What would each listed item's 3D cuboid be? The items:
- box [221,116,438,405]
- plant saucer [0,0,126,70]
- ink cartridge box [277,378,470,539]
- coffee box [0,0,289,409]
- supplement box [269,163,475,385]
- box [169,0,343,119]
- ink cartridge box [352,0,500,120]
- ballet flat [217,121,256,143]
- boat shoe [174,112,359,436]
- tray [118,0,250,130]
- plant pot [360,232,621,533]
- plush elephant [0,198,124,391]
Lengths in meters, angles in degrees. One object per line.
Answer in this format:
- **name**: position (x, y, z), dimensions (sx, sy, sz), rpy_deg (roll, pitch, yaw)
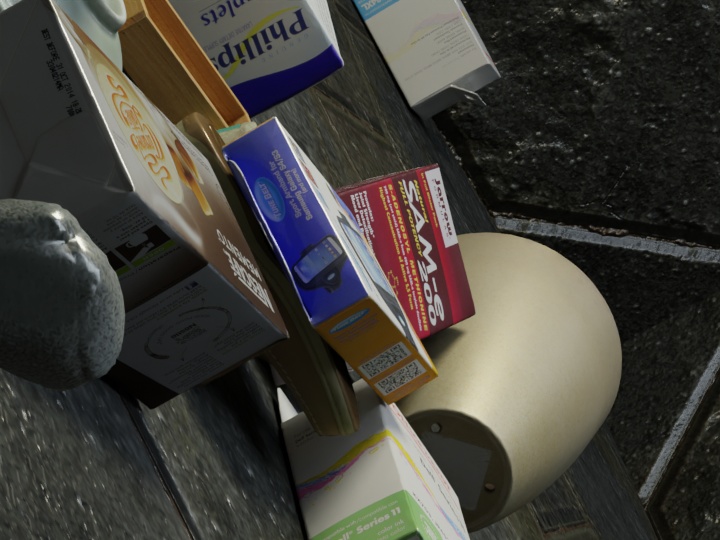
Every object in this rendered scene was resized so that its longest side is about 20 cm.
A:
- **box**: position (-0.017, -0.005, 1.554), dimensions (0.119, 0.041, 0.200), rpy_deg (62, 2, 21)
- **plant saucer**: position (-0.176, -0.172, 1.548), dimensions (0.201, 0.050, 0.200), rpy_deg (60, 8, -13)
- **ink cartridge box**: position (0.015, 0.144, 1.630), dimensions (0.117, 0.067, 0.200), rpy_deg (56, 9, -32)
- **coffee box**: position (-0.118, -0.027, 1.273), dimensions (0.115, 0.079, 0.200), rpy_deg (65, 8, 26)
- **supplement box**: position (0.000, 0.000, 1.783), dimensions (0.200, 0.061, 0.109), rpy_deg (-22, 98, -64)
- **box**: position (-0.109, -0.232, 2.056), dimensions (0.200, 0.105, 0.184), rpy_deg (58, 7, -21)
- **ink cartridge box**: position (0.096, -0.303, 3.769), dimensions (0.201, 0.125, 0.129), rpy_deg (63, 7, 10)
- **ballet flat**: position (-0.044, -0.011, 1.830), dimensions (0.200, 0.062, 0.068), rpy_deg (58, 8, -28)
- **boat shoe**: position (-0.067, 0.012, 1.568), dimensions (0.201, 0.064, 0.071), rpy_deg (60, 4, -3)
- **tray**: position (-0.120, -0.125, 1.842), dimensions (0.200, 0.037, 0.099), rpy_deg (56, 8, -45)
- **plant pot**: position (0.075, 0.095, 1.916), dimensions (0.188, 0.187, 0.200), rpy_deg (60, 20, -12)
- **plush elephant**: position (-0.169, -0.032, 0.678), dimensions (0.155, 0.199, 0.165), rpy_deg (-174, -114, -71)
